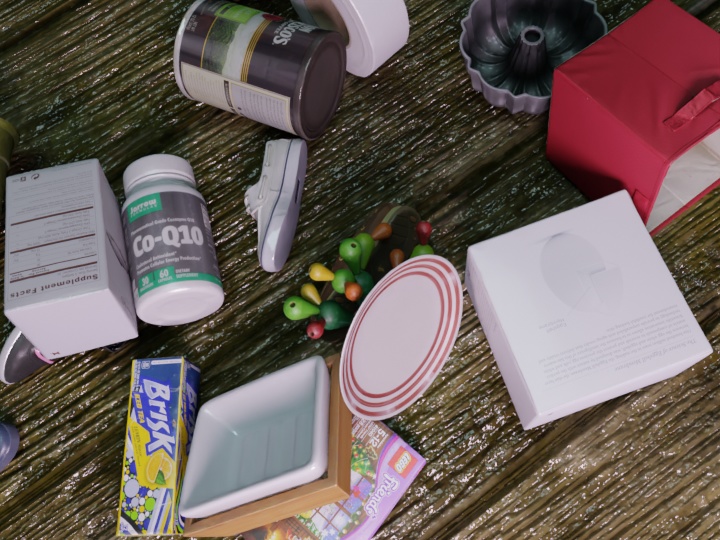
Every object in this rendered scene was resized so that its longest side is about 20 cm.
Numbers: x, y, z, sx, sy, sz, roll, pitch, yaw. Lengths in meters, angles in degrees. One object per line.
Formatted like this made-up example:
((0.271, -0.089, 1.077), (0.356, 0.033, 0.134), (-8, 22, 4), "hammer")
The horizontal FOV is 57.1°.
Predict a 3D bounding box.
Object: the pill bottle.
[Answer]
((-0.250, -0.041, 0.865), (0.111, 0.113, 0.203), (-17, 68, 0), "pill bottle")

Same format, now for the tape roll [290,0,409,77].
((-0.024, -0.374, 0.915), (0.071, 0.203, 0.202), (-41, 70, -9), "tape roll")

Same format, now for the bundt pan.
((0.236, -0.303, 0.922), (0.198, 0.076, 0.205), (-3, 69, 7), "bundt pan")

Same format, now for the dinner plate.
((0.045, 0.075, 0.750), (0.024, 0.201, 0.201), (25, 72, 39), "dinner plate")

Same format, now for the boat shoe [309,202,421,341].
((0.000, -0.001, 0.850), (0.201, 0.072, 0.067), (-55, 39, -5), "boat shoe")

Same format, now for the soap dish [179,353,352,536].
((-0.096, 0.196, 0.725), (0.198, 0.081, 0.159), (-24, 40, 21), "soap dish")

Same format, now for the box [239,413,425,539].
((-0.036, 0.257, 0.766), (0.136, 0.039, 0.201), (36, 77, 18), "box")

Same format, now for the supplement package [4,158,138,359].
((-0.352, -0.016, 0.808), (0.115, 0.118, 0.202), (-13, 59, -9), "supplement package")

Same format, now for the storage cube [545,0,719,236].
((0.349, -0.177, 0.802), (0.170, 0.201, 0.180), (-35, 63, -6), "storage cube")

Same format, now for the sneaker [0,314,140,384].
((-0.371, 0.086, 0.854), (0.099, 0.071, 0.200), (36, 73, 23), "sneaker")

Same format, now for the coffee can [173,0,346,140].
((-0.137, -0.283, 0.924), (0.197, 0.147, 0.148), (21, 73, 14), "coffee can")

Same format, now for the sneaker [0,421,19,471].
((-0.524, 0.243, 0.808), (0.198, 0.082, 0.071), (-27, 68, -4), "sneaker")

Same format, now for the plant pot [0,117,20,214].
((-0.572, -0.098, 0.904), (0.196, 0.200, 0.193), (-8, 81, 4), "plant pot")

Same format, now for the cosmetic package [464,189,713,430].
((0.248, 0.050, 0.763), (0.196, 0.123, 0.203), (-19, 67, -1), "cosmetic package")

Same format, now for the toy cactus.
((0.012, 0.037, 0.780), (0.198, 0.167, 0.102), (-30, 36, -28), "toy cactus")

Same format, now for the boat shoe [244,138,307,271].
((-0.121, -0.092, 0.892), (0.069, 0.071, 0.203), (5, 67, 8), "boat shoe")

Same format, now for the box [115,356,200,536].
((-0.239, 0.210, 0.796), (0.069, 0.064, 0.203), (-4, 70, 6), "box")
